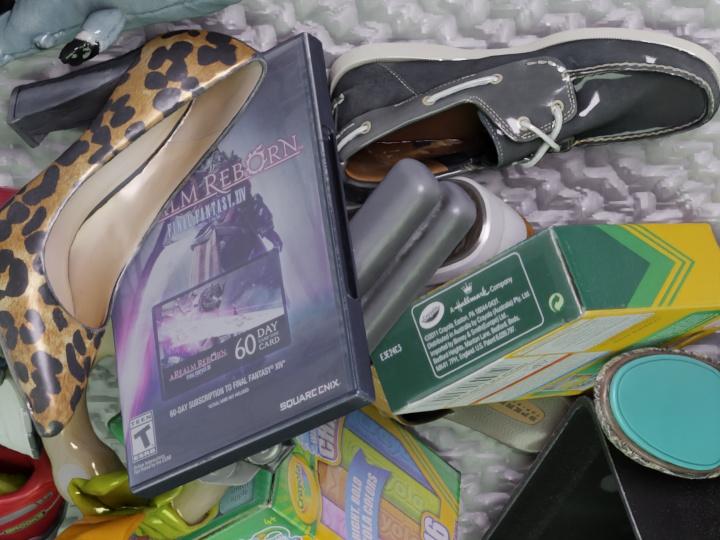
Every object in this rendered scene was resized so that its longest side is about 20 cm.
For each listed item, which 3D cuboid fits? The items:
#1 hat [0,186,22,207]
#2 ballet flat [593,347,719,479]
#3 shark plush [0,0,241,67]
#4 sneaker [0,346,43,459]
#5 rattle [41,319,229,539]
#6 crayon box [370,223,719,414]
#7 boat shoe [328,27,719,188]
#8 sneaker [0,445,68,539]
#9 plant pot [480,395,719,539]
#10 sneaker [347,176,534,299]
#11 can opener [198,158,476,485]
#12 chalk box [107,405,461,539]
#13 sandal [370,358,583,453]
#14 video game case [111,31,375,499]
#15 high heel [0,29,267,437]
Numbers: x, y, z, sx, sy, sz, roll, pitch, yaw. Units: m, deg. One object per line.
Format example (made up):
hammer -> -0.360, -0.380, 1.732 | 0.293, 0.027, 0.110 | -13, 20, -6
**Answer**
hat -> -0.274, -0.072, 1.455 | 0.176, 0.166, 0.200 | -41, 147, -8
ballet flat -> 0.190, 0.079, 1.561 | 0.199, 0.068, 0.075 | 4, 174, -32
shark plush -> -0.129, -0.134, 1.380 | 0.199, 0.084, 0.091 | -12, 135, 18
sneaker -> -0.214, 0.044, 1.577 | 0.087, 0.075, 0.200 | 7, 157, 13
rattle -> -0.141, 0.057, 1.495 | 0.142, 0.130, 0.201 | -18, 126, -39
crayon box -> 0.108, 0.023, 1.498 | 0.125, 0.052, 0.200 | -29, 164, 31
boat shoe -> 0.082, -0.074, 1.437 | 0.199, 0.068, 0.072 | -3, 135, 8
sneaker -> -0.269, 0.118, 1.685 | 0.199, 0.077, 0.085 | 3, 133, -12
plant pot -> 0.191, 0.203, 1.635 | 0.177, 0.200, 0.200 | -1, 142, -26
sneaker -> 0.000, 0.000, 1.522 | 0.199, 0.073, 0.085 | -7, 165, 31
can opener -> -0.026, 0.023, 1.444 | 0.053, 0.067, 0.200 | 29, 106, -37
chalk box -> -0.054, 0.134, 1.631 | 0.124, 0.124, 0.200 | -30, 127, 33
sandal -> 0.036, 0.061, 1.594 | 0.199, 0.055, 0.082 | 29, 133, -23
video game case -> -0.066, -0.003, 1.434 | 0.142, 0.201, 0.019 | -24, 150, 29
high heel -> -0.110, -0.023, 1.416 | 0.142, 0.201, 0.071 | -14, 152, 24
